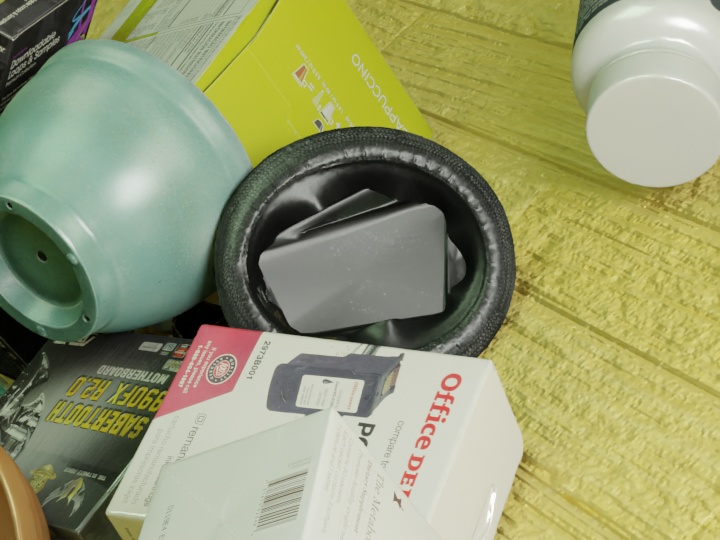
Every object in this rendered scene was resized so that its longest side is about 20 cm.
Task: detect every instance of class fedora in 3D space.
[{"bbox_3d":[0.000,0.000,1.199,0.201,0.201,0.092,-45,-2,-13],"label":"fedora"}]

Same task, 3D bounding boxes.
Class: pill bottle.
[{"bbox_3d":[0.203,-0.153,1.201,0.119,0.120,0.200,-19,34,28],"label":"pill bottle"}]

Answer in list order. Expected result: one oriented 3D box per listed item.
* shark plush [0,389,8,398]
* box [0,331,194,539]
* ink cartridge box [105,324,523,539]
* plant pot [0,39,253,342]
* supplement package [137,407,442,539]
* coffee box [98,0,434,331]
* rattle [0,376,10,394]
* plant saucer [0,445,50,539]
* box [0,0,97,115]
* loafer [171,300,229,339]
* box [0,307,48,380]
[{"bbox_3d":[-0.354,0.145,1.412,0.199,0.083,0.091,-17,35,31],"label":"shark plush"},{"bbox_3d":[-0.184,0.114,1.199,0.200,0.048,0.159,4,49,49],"label":"box"},{"bbox_3d":[-0.023,0.119,1.041,0.199,0.085,0.145,5,51,26],"label":"ink cartridge box"},{"bbox_3d":[-0.184,-0.037,1.205,0.200,0.201,0.134,-5,30,43],"label":"plant pot"},{"bbox_3d":[-0.012,0.184,0.882,0.109,0.200,0.114,-21,35,27],"label":"supplement package"},{"bbox_3d":[-0.100,-0.099,1.364,0.197,0.200,0.200,-7,40,43],"label":"coffee box"},{"bbox_3d":[-0.349,0.070,1.501,0.199,0.131,0.143,-22,3,27],"label":"rattle"},{"bbox_3d":[-0.247,0.200,1.129,0.200,0.037,0.201,-9,78,50],"label":"plant saucer"},{"bbox_3d":[-0.261,-0.127,1.343,0.200,0.036,0.143,-64,-5,35],"label":"box"},{"bbox_3d":[-0.085,0.069,1.246,0.073,0.071,0.200,-46,31,-15],"label":"loafer"},{"bbox_3d":[-0.281,0.005,1.508,0.148,0.104,0.200,-50,33,-20],"label":"box"}]
